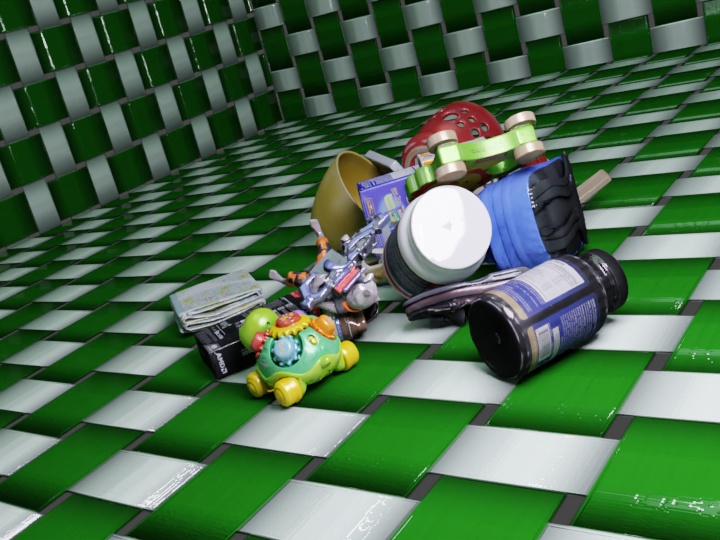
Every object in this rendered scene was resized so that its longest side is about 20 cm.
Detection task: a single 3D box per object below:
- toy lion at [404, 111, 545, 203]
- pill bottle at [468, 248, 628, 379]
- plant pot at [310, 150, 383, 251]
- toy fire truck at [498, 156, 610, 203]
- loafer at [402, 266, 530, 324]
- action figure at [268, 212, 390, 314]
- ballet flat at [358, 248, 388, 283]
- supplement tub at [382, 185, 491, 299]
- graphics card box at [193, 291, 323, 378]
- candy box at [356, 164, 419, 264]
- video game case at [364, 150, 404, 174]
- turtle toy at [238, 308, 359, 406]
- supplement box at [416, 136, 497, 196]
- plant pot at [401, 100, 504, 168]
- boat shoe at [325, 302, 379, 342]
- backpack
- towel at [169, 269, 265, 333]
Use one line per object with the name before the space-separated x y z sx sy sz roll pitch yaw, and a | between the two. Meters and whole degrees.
toy lion | 0.166 -0.156 1.323 0.196 0.070 0.192 -15 -14 -6
pill bottle | 0.244 0.048 1.106 0.197 0.114 0.111 -24 19 -24
plant pot | -0.022 -0.122 1.779 0.141 0.201 0.200 -38 6 28
toy fire truck | 0.344 -0.163 1.611 0.195 0.130 0.179 3 48 -14
loafer | 0.160 0.049 1.269 0.196 0.064 0.072 -16 -15 11
action figure | -0.029 -0.006 1.343 0.199 0.105 0.193 -41 45 -14
ballet flat | 0.000 0.000 1.550 0.196 0.072 0.071 -14 17 10
supplement tub | 0.115 -0.038 1.325 0.138 0.143 0.200 -20 -10 -13
graphics card box | -0.166 0.102 1.420 0.197 0.052 0.125 -22 19 -19
candy box | 0.108 -0.103 1.589 0.196 0.172 0.077 -16 20 -1
video game case | 0.099 -0.173 1.809 0.022 0.182 0.200 -46 20 0
turtle toy | -0.106 0.111 1.252 0.144 0.103 0.198 -28 21 -34
supplement box | 0.182 -0.116 1.507 0.123 0.204 0.074 -15 17 3
plant pot | 0.199 -0.243 1.897 0.198 0.204 0.182 1 32 43
boat shoe | -0.007 0.054 1.403 0.071 0.074 0.201 -8 29 10
backpack | 0.260 -0.074 1.365 0.165 0.166 0.199 -20 4 31
towel | -0.278 0.059 1.661 0.168 0.049 0.200 -18 17 -14
